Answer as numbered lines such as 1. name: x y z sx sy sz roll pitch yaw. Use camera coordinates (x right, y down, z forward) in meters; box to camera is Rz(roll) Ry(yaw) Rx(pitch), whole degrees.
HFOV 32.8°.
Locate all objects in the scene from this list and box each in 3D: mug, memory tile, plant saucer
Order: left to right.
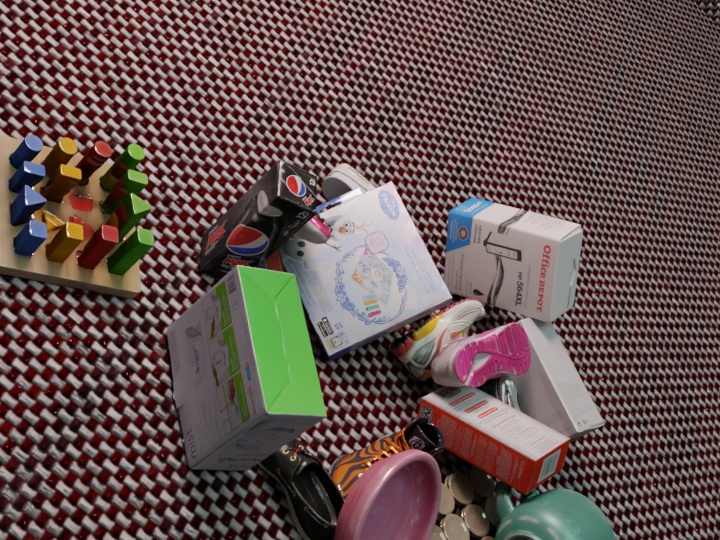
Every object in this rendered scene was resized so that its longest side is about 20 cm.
1. plant saucer: 0.030 0.320 1.567 0.051 0.201 0.200 19 25 32
2. memory tile: 0.148 0.366 1.744 0.200 0.017 0.154 -11 69 -47
3. mug: 0.251 0.387 1.712 0.185 0.152 0.114 22 23 38

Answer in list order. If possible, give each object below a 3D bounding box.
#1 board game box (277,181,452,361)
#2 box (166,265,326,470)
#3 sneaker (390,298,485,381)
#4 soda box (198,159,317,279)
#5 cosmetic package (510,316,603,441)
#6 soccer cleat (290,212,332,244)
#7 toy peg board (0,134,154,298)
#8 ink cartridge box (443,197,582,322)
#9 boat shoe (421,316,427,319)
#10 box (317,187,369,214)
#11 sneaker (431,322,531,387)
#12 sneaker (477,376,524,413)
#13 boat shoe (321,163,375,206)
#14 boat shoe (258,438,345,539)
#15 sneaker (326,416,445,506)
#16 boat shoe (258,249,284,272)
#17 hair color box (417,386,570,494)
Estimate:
1. board game box: 0.000 0.000 1.775 0.199 0.043 0.200 -25 76 -8
2. box: -0.149 0.125 1.519 0.097 0.176 0.200 9 54 -39
3. sneaker: 0.129 0.108 1.891 0.200 0.078 0.082 -32 88 -41
4. soda box: -0.140 -0.061 1.653 0.063 0.200 0.071 25 46 -28
5. cosmetic package: 0.283 0.183 1.944 0.081 0.113 0.200 -7 68 -46
6. soccer cleat: -0.106 -0.067 1.727 0.070 0.086 0.200 44 -1 -33
7. toy peg board: -0.358 -0.089 1.547 0.199 0.098 0.200 14 51 -37
8. ink cartridge box: 0.242 -0.018 1.956 0.200 0.146 0.084 17 27 31
9. boat shoe: 0.048 -0.010 1.894 0.200 0.076 0.060 43 34 -9
10. box: -0.006 -0.024 1.831 0.122 0.048 0.200 -25 77 -12
11. sneaker: 0.178 0.127 1.821 0.200 0.088 0.082 -7 88 -46
12. sneaker: 0.202 0.221 1.866 0.086 0.080 0.200 -29 77 -40
13. boat shoe: 0.029 -0.095 1.950 0.200 0.071 0.070 39 43 -4
14. boat shoe: -0.081 0.253 1.578 0.074 0.063 0.202 -19 73 -46
15. sneaker: 0.039 0.251 1.653 0.078 0.112 0.200 53 39 3
16. boat shoe: -0.113 0.044 1.695 0.071 0.062 0.200 36 38 -48
17. hair color box: 0.189 0.237 1.767 0.200 0.061 0.101 28 29 31
